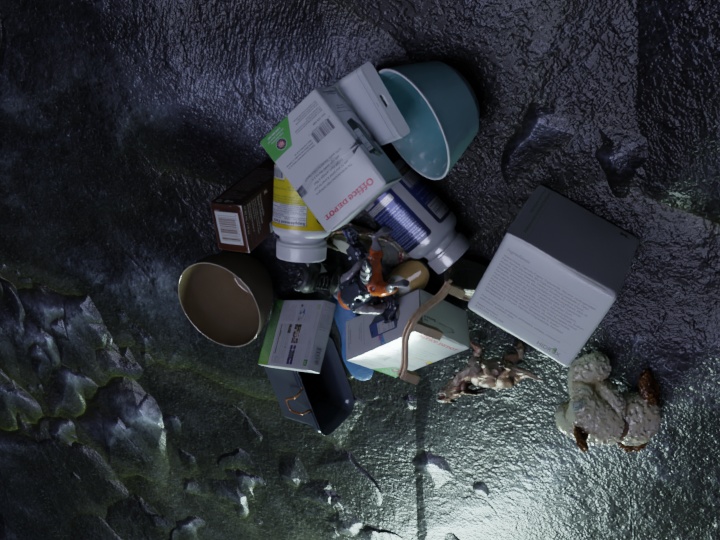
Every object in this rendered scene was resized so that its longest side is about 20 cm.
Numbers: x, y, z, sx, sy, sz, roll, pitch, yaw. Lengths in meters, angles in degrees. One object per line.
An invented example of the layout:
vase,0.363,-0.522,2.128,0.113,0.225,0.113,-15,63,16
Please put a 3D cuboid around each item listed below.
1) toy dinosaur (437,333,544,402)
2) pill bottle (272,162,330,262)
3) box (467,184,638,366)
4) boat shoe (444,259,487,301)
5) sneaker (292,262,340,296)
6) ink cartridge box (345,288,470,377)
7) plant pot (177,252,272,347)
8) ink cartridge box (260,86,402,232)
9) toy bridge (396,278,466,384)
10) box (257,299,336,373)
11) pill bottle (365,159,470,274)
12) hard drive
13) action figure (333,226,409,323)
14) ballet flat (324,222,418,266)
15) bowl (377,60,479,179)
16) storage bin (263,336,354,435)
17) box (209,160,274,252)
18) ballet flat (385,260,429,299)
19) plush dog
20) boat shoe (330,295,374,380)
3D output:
toy dinosaur,0.253,0.203,1.705,0.200,0.086,0.136,5,129,12
pill bottle,-0.107,-0.122,1.645,0.114,0.114,0.200,9,104,24
box,0.320,0.005,1.462,0.200,0.199,0.171,32,129,9
boat shoe,0.249,0.036,1.613,0.200,0.076,0.074,19,155,8
sneaker,-0.078,0.015,1.721,0.090,0.200,0.067,19,94,0
ink cartridge box,0.090,0.124,1.699,0.145,0.088,0.200,24,144,-38
plant pot,-0.261,0.041,1.854,0.200,0.134,0.201,14,124,22
ink cartridge box,-0.049,-0.188,1.502,0.146,0.084,0.200,-38,86,27
toy bridge,0.114,0.104,1.566,0.067,0.027,0.200,21,101,-27
box,-0.132,0.132,1.802,0.036,0.145,0.200,21,167,-34
pill bottle,0.100,-0.093,1.583,0.200,0.111,0.111,46,130,-3
hard drive,0.005,-0.272,1.508,0.132,0.027,0.200,58,163,-10
action figure,0.000,0.000,1.599,0.200,0.104,0.194,60,143,16
ballet flat,0.018,-0.042,1.692,0.200,0.064,0.076,14,125,21
bowl,0.119,-0.260,1.445,0.201,0.105,0.201,48,160,24
storage bin,-0.126,0.250,1.915,0.134,0.146,0.200,0,119,41
box,-0.195,-0.123,1.672,0.075,0.200,0.100,7,123,23
ballet flat,0.061,0.042,1.693,0.069,0.063,0.200,49,143,-2
plush dog,0.460,0.263,1.597,0.171,0.161,0.200,3,126,-3
boat shoe,-0.002,0.126,1.809,0.084,0.069,0.200,-3,112,16
